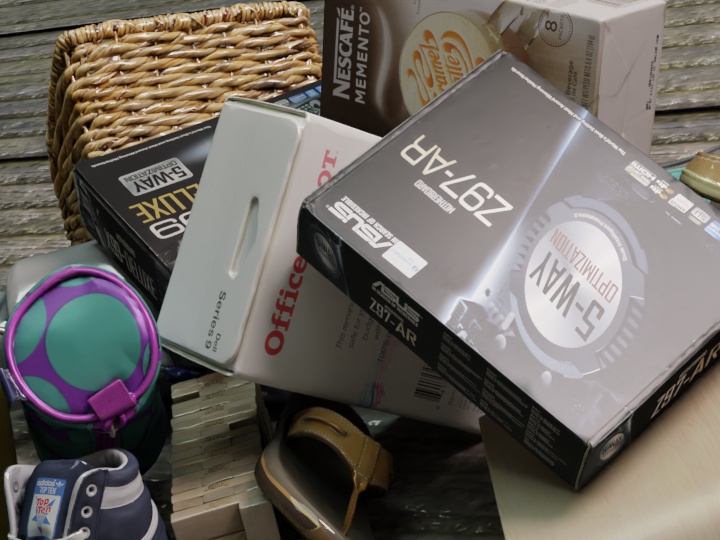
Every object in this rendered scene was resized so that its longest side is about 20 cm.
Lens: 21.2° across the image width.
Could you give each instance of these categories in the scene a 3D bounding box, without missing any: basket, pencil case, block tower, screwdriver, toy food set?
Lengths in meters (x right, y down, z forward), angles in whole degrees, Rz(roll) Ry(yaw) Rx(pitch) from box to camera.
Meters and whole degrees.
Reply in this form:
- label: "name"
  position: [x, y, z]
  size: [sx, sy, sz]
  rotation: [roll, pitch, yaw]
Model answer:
- label: "basket"
  position: [-0.125, -0.095, 1.395]
  size: [0.199, 0.150, 0.143]
  rotation: [-13, -10, -24]
- label: "pencil case"
  position: [-0.152, 0.068, 1.081]
  size: [0.085, 0.093, 0.200]
  rotation: [-16, -15, -9]
- label: "block tower"
  position: [-0.076, 0.117, 1.101]
  size: [0.057, 0.054, 0.200]
  rotation: [-16, 20, -2]
- label: "screwdriver"
  position: [-0.137, 0.061, 1.198]
  size: [0.199, 0.029, 0.028]
  rotation: [10, 28, -16]
- label: "toy food set"
  position: [0.143, 0.107, 0.973]
  size: [0.143, 0.061, 0.200]
  rotation: [-23, 23, 6]

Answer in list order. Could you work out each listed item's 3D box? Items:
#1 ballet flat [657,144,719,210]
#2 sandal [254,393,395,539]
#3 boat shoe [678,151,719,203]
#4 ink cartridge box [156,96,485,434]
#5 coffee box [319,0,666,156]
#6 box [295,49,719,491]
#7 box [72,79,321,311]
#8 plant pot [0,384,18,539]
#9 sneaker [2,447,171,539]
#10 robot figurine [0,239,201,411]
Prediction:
- label: "ballet flat"
  position: [0.250, -0.051, 1.294]
  size: [0.199, 0.073, 0.073]
  rotation: [-11, 20, 25]
- label: "sandal"
  position: [-0.008, 0.105, 1.042]
  size: [0.055, 0.082, 0.200]
  rotation: [-47, 8, 14]
- label: "boat shoe"
  position: [0.297, -0.059, 1.189]
  size: [0.199, 0.064, 0.073]
  rotation: [7, 7, 0]
- label: "ink cartridge box"
  position: [0.000, 0.000, 1.091]
  size: [0.199, 0.146, 0.087]
  rotation: [16, 1, -41]
- label: "coffee box"
  position: [0.076, -0.123, 1.174]
  size: [0.199, 0.115, 0.080]
  rotation: [18, 25, 34]
- label: "box"
  position: [0.091, -0.007, 0.988]
  size: [0.160, 0.044, 0.200]
  rotation: [-37, 65, -27]
- label: "box"
  position: [-0.062, -0.044, 1.233]
  size: [0.199, 0.050, 0.158]
  rotation: [-21, 38, -23]
- label: "plant pot"
  position: [-0.295, 0.119, 1.069]
  size: [0.199, 0.196, 0.195]
  rotation: [-13, 18, -22]
- label: "sneaker"
  position: [-0.164, 0.165, 0.956]
  size: [0.070, 0.109, 0.200]
  rotation: [-2, 24, 33]
- label: "robot figurine"
  position: [-0.160, 0.034, 1.287]
  size: [0.199, 0.114, 0.170]
  rotation: [-14, 31, 2]
